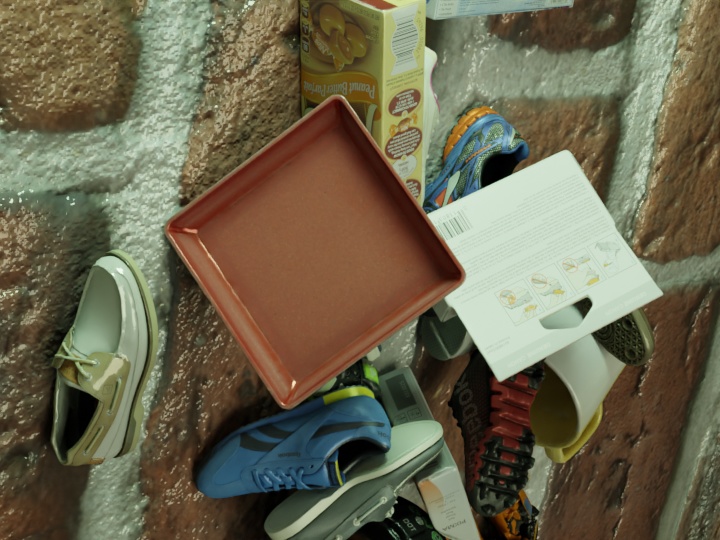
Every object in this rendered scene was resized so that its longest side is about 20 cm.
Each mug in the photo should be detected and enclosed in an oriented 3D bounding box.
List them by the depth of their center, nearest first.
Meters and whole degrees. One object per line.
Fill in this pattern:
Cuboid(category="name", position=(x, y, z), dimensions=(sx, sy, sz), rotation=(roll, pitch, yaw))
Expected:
Cuboid(category="mug", position=(0.227, 0.108, 1.723), dimensions=(0.153, 0.149, 0.187), rotation=(-41, 163, -33))

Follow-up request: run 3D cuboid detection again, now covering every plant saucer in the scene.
Cuboid(category="plant saucer", position=(-0.039, -0.015, 1.313), dimensions=(0.199, 0.200, 0.037), rotation=(-36, 171, 7))

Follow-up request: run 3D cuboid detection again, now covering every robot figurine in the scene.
Cuboid(category="robot figurine", position=(0.161, 0.324, 1.820), dimensions=(0.145, 0.058, 0.200), rotation=(-46, 137, -14))

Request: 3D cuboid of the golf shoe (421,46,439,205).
Cuboid(category="golf shoe", position=(0.046, -0.123, 1.444), dimensions=(0.091, 0.075, 0.201), rotation=(-31, 132, -34))

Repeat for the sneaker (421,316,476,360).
Cuboid(category="sneaker", position=(0.131, 0.001, 1.611), dimensions=(0.080, 0.070, 0.201), rotation=(1, 117, -55))

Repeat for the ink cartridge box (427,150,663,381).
Cuboid(category="ink cartridge box", position=(0.161, -0.002, 1.449), dimensions=(0.199, 0.177, 0.045), rotation=(-25, 164, -20))

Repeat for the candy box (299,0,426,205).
Cuboid(category="candy box", position=(0.001, -0.157, 1.345), dimensions=(0.055, 0.115, 0.201), rotation=(-21, 126, -34))

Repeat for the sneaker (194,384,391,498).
Cuboid(category="sneaker", position=(-0.065, 0.182, 1.453), dimensions=(0.199, 0.079, 0.066), rotation=(-23, 140, 2))

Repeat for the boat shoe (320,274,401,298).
Cuboid(category="boat shoe", position=(-0.033, 0.007, 1.375), dimensions=(0.068, 0.199, 0.073), rotation=(50, 35, -62))

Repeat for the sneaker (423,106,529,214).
Cuboid(category="sneaker", position=(0.104, -0.067, 1.528), dimensions=(0.075, 0.078, 0.201), rotation=(17, 99, -48))

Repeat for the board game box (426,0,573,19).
Cuboid(category="board game box", position=(0.142, -0.347, 1.436), dimensions=(0.199, 0.041, 0.201), rotation=(-12, 120, -40))

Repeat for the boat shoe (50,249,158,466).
Cuboid(category="boat shoe", position=(-0.223, 0.082, 1.287), dimensions=(0.068, 0.074, 0.201), rotation=(-20, 126, -43))

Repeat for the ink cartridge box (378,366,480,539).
Cuboid(category="ink cartridge box", position=(0.076, 0.225, 1.604), dimensions=(0.050, 0.163, 0.201), rotation=(-19, 130, -5))

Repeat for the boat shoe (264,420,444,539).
Cuboid(category="boat shoe", position=(0.003, 0.219, 1.478), dimensions=(0.199, 0.073, 0.062), rotation=(-33, 110, -6))

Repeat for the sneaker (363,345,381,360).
Cuboid(category="sneaker", position=(0.000, 0.000, 1.463), dimensions=(0.084, 0.075, 0.201), rotation=(-36, 133, -19))

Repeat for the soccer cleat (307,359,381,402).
Cuboid(category="soccer cleat", position=(-0.027, 0.099, 1.486), dimensions=(0.080, 0.068, 0.201), rotation=(-15, 137, 6))

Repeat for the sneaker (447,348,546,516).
Cuboid(category="sneaker", position=(0.137, 0.163, 1.592), dimensions=(0.071, 0.098, 0.202), rotation=(24, 67, -33))

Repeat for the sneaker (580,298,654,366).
Cuboid(category="sneaker", position=(0.274, 0.010, 1.661), dimensions=(0.075, 0.201, 0.071), rotation=(-19, 158, -38))

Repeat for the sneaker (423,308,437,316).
Cuboid(category="sneaker", position=(0.150, 0.000, 1.502), dimensions=(0.199, 0.088, 0.076), rotation=(-26, 135, -17))

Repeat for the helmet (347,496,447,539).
Cuboid(category="helmet", position=(0.004, 0.329, 1.569), dimensions=(0.201, 0.199, 0.191), rotation=(-55, 162, -6))
